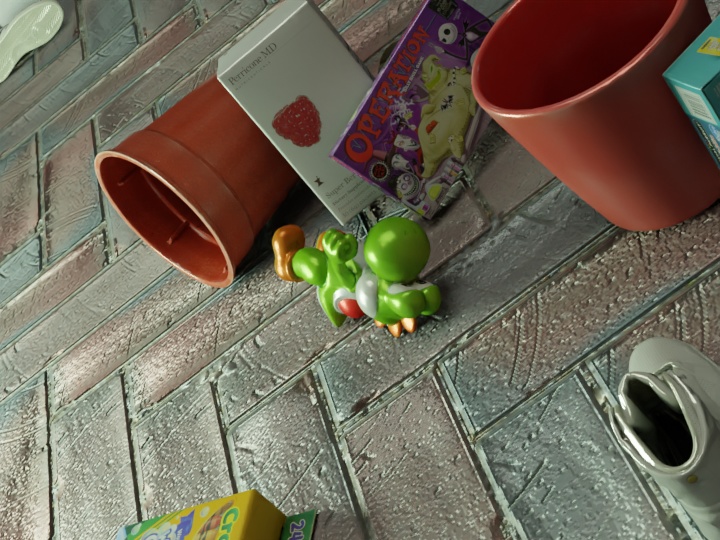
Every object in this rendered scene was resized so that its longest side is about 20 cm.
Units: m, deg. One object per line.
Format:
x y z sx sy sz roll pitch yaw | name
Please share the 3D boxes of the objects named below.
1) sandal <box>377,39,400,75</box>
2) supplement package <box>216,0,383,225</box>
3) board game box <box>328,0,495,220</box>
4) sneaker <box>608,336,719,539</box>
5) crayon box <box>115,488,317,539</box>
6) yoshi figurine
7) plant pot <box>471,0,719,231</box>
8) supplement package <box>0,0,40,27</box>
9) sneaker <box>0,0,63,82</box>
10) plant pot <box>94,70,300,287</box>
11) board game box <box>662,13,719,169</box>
0.110 -0.203 1.399 0.200 0.055 0.082 5 78 35 | sandal
-0.040 -0.169 1.370 0.121 0.200 0.120 -39 17 8 | supplement package
0.070 -0.165 1.311 0.200 0.120 0.032 -59 9 -4 | board game box
0.212 0.088 0.907 0.074 0.116 0.200 -36 32 14 | sneaker
-0.139 0.265 1.142 0.200 0.052 0.126 -21 39 31 | crayon box
0.005 -0.015 1.258 0.112 0.112 0.200 -47 35 -18 | yoshi figurine
0.219 -0.141 1.101 0.200 0.177 0.201 -29 35 23 | plant pot
-0.693 -0.546 2.609 0.114 0.110 0.200 -46 33 -4 | supplement package
-0.628 -0.433 2.442 0.200 0.075 0.085 -39 37 8 | sneaker
-0.156 -0.121 1.485 0.201 0.201 0.195 10 52 51 | plant pot
0.341 -0.163 1.017 0.200 0.151 0.047 -46 37 -5 | board game box
